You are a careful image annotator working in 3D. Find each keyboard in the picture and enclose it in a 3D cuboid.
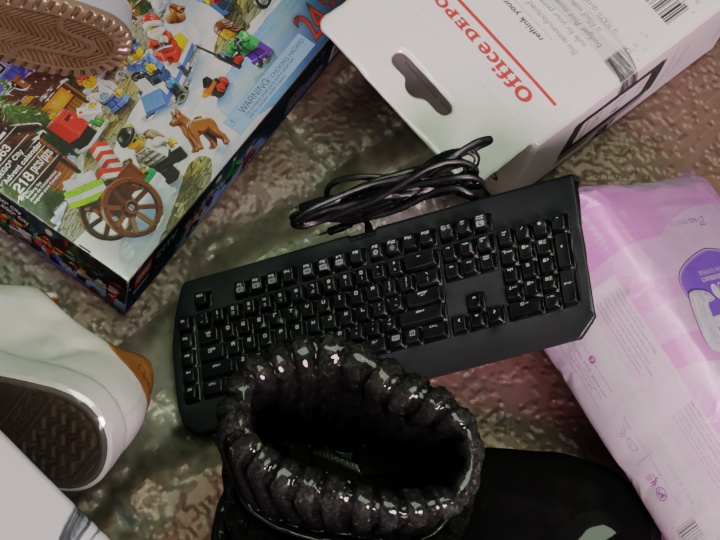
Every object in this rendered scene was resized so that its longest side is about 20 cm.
[{"bbox_3d":[0.000,0.000,0.841,0.199,0.040,0.105,-15,62,20],"label":"keyboard"}]

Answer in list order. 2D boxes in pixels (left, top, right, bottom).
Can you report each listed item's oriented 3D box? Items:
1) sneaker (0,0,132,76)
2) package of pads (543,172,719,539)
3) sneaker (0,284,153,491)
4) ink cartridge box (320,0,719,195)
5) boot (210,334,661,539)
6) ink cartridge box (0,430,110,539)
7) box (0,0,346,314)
[{"bbox_3d":[-0.193,-0.166,0.858,0.199,0.071,0.113,18,55,-33],"label":"sneaker"},{"bbox_3d":[0.157,0.051,0.865,0.120,0.076,0.201,-11,64,-49],"label":"package of pads"},{"bbox_3d":[-0.185,0.035,0.842,0.199,0.073,0.085,21,27,8],"label":"sneaker"},{"bbox_3d":[0.081,-0.117,0.955,0.200,0.068,0.116,-36,76,-25],"label":"ink cartridge box"},{"bbox_3d":[0.039,0.091,0.794,0.210,0.158,0.080,-1,61,-11],"label":"boot"},{"bbox_3d":[-0.141,0.131,0.704,0.200,0.146,0.083,49,60,-21],"label":"ink cartridge box"},{"bbox_3d":[-0.108,-0.095,0.923,0.136,0.038,0.200,34,63,6],"label":"box"}]
